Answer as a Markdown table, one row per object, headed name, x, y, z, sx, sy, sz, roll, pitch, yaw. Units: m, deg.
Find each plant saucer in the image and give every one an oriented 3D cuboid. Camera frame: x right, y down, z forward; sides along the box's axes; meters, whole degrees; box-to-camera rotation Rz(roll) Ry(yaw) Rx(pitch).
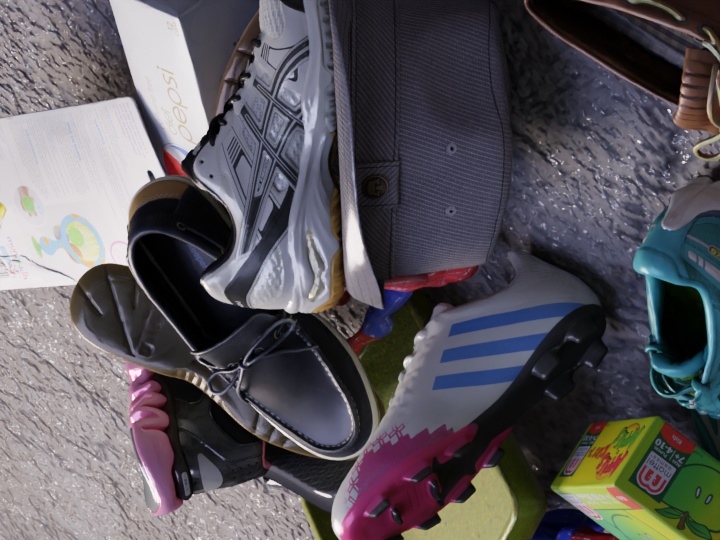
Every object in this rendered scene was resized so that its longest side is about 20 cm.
| name | x | y | z | sx | sy | sz | roll | pitch | yaw |
| --- | --- | --- | --- | --- | --- | --- | --- | --- | --- |
| plant saucer | 0.043 | 0.138 | 1.636 | 0.200 | 0.048 | 0.200 | 63 | 142 | 40 |

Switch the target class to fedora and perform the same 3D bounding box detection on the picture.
| name | x | y | z | sx | sy | sz | roll | pitch | yaw |
| --- | --- | --- | --- | --- | --- | --- | --- | --- | --- |
| fedora | 0.035 | -0.078 | 1.416 | 0.090 | 0.177 | 0.200 | -1 | 103 | 3 |

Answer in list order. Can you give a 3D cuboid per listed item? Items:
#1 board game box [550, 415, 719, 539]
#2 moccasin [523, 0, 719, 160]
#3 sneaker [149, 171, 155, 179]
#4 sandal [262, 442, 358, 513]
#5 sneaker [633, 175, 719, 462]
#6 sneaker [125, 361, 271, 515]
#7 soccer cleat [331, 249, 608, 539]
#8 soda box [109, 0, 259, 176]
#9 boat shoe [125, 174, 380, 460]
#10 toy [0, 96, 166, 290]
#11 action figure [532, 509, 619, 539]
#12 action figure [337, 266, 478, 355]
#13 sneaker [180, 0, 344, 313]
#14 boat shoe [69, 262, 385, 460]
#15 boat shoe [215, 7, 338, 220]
| name | x | y | z | sx | sy | sz | roll | pitch | yaw |
| --- | --- | --- | --- | --- | --- | --- | --- | --- | --- |
| board game box | 0.211 | 0.158 | 1.490 | 0.200 | 0.048 | 0.102 | 37 | 166 | -10 |
| moccasin | 0.168 | -0.093 | 1.276 | 0.201 | 0.078 | 0.074 | 37 | 149 | 14 |
| sneaker | -0.151 | -0.031 | 1.747 | 0.200 | 0.081 | 0.077 | 13 | 135 | 41 |
| sandal | -0.040 | 0.110 | 1.676 | 0.200 | 0.076 | 0.043 | 34 | 161 | 55 |
| sneaker | 0.180 | 0.042 | 1.422 | 0.077 | 0.080 | 0.200 | 19 | 141 | 39 |
| sneaker | -0.098 | 0.070 | 1.683 | 0.200 | 0.095 | 0.079 | -102 | -2 | -50 |
| soccer cleat | 0.049 | 0.071 | 1.518 | 0.086 | 0.200 | 0.070 | 43 | 169 | 31 |
| soda box | -0.085 | -0.098 | 1.593 | 0.064 | 0.068 | 0.200 | 26 | 145 | 36 |
| boat shoe | -0.065 | 0.035 | 1.531 | 0.075 | 0.062 | 0.200 | -32 | 106 | 24 |
| toy | -0.176 | -0.052 | 1.675 | 0.200 | 0.047 | 0.115 | -7 | 112 | 41 |
| action figure | 0.119 | 0.186 | 1.669 | 0.200 | 0.065 | 0.099 | 1 | 119 | 51 |
| action figure | 0.000 | 0.000 | 1.569 | 0.200 | 0.099 | 0.065 | -37 | 59 | 53 |
| sneaker | -0.054 | -0.076 | 1.457 | 0.076 | 0.088 | 0.200 | -93 | 2 | -88 |
| boat shoe | -0.074 | 0.046 | 1.610 | 0.201 | 0.066 | 0.072 | 25 | 106 | 0 |
| boat shoe | -0.048 | -0.076 | 1.549 | 0.071 | 0.065 | 0.200 | 16 | 115 | 1 |
